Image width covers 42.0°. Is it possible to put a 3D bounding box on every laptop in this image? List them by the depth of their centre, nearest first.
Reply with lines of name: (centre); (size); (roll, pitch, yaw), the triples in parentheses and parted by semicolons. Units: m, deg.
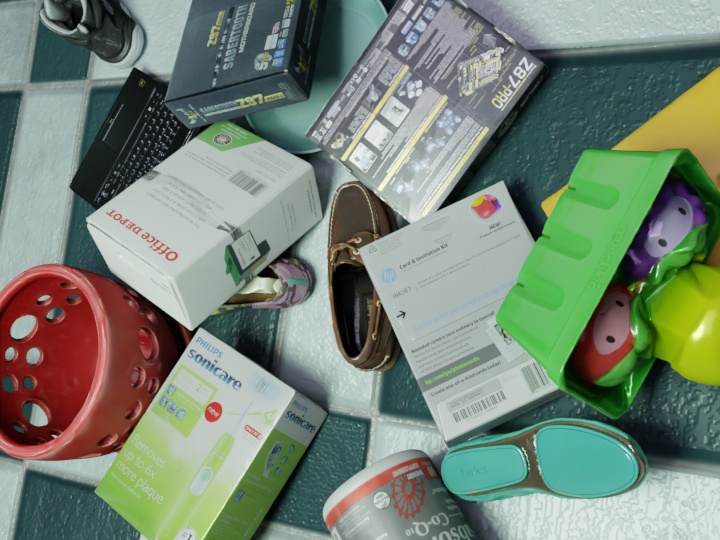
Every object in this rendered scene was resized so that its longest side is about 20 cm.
laptop: (-0.272, -0.133, 1.109); (0.199, 0.103, 0.178); (35, 98, 23)

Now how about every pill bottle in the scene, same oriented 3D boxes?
pill bottle: (0.058, 0.272, 0.831); (0.116, 0.115, 0.201); (-40, 64, 17)

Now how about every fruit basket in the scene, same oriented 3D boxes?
fruit basket: (0.238, 0.024, 0.731); (0.213, 0.155, 0.219); (-16, 62, 32)

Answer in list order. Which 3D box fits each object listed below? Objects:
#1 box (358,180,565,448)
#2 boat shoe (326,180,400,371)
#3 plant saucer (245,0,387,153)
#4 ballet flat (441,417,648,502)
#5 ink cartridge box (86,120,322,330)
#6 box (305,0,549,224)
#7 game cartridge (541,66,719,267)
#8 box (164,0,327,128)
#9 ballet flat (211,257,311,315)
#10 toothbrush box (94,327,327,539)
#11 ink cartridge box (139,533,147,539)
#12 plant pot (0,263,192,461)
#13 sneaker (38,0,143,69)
box: (0.106, 0.038, 0.862); (0.154, 0.041, 0.202); (-25, 68, 0)
boat shoe: (0.000, 0.000, 0.946); (0.070, 0.070, 0.203); (-18, 70, 27)
plant saucer: (-0.044, -0.222, 1.035); (0.198, 0.036, 0.203); (-7, 76, 29)
ballet flat: (0.163, 0.161, 0.813); (0.198, 0.070, 0.068); (-15, 84, 39)
ink cartridge box: (-0.161, -0.054, 0.982); (0.145, 0.085, 0.200); (30, 59, 32)
box: (0.064, -0.165, 0.930); (0.161, 0.049, 0.201); (39, 101, 15)
game cartridge: (0.282, -0.047, 0.815); (0.199, 0.032, 0.178); (-38, 64, 21)
box: (-0.117, -0.259, 1.007); (0.156, 0.051, 0.202); (-8, 58, 28)
ballet flat: (-0.148, 0.014, 1.028); (0.198, 0.071, 0.070); (-3, 82, 30)
toothbrush box: (-0.153, 0.187, 0.966); (0.145, 0.086, 0.201); (28, 80, 31)
ink cartridge box: (-0.204, 0.360, 1.012); (0.098, 0.039, 0.203); (7, 85, 31)
plant pot: (-0.289, 0.105, 1.027); (0.198, 0.182, 0.204); (-6, 78, 29)
sneaker: (-0.363, -0.345, 1.199); (0.076, 0.113, 0.200); (-48, 61, 13)
